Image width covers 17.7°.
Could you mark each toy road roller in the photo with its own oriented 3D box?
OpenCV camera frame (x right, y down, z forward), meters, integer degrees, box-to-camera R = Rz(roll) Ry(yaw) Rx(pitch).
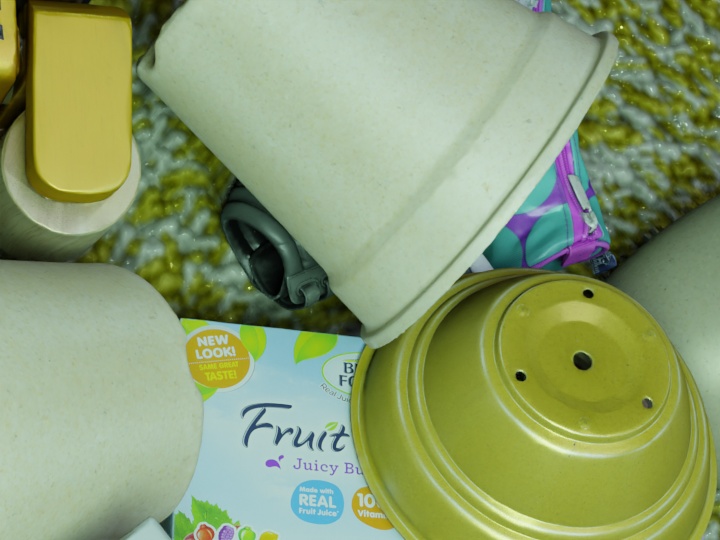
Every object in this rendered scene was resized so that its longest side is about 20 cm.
[{"bbox_3d":[-0.192,-0.108,1.147,0.145,0.123,0.201,0,79,-19],"label":"toy road roller"}]

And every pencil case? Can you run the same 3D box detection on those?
[{"bbox_3d":[0.090,-0.092,1.341,0.085,0.092,0.201,-5,81,-45],"label":"pencil case"}]

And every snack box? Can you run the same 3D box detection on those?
[{"bbox_3d":[-0.004,0.120,1.189,0.199,0.068,0.169,8,57,-12],"label":"snack box"}]

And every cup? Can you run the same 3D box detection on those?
[{"bbox_3d":[0.214,0.047,1.355,0.143,0.200,0.201,-12,86,-10],"label":"cup"}]

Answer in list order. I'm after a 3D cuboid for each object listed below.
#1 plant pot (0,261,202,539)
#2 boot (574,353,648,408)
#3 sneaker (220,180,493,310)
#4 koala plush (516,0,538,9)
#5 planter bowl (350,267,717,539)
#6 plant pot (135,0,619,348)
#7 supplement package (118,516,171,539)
[{"bbox_3d":[-0.181,0.071,1.073,0.183,0.200,0.201,-7,84,-45],"label":"plant pot"},{"bbox_3d":[0.120,0.129,1.292,0.107,0.075,0.201,-39,109,-34],"label":"boot"},{"bbox_3d":[0.000,0.000,1.284,0.200,0.071,0.099,45,70,-21],"label":"sneaker"},{"bbox_3d":[0.004,-0.209,1.270,0.184,0.177,0.201,-65,132,-74],"label":"koala plush"},{"bbox_3d":[0.101,0.064,1.164,0.199,0.084,0.201,8,55,-12],"label":"planter bowl"},{"bbox_3d":[-0.004,-0.095,1.159,0.183,0.200,0.201,38,61,-7],"label":"plant pot"},{"bbox_3d":[-0.129,0.218,1.052,0.117,0.200,0.117,-35,83,-33],"label":"supplement package"}]
